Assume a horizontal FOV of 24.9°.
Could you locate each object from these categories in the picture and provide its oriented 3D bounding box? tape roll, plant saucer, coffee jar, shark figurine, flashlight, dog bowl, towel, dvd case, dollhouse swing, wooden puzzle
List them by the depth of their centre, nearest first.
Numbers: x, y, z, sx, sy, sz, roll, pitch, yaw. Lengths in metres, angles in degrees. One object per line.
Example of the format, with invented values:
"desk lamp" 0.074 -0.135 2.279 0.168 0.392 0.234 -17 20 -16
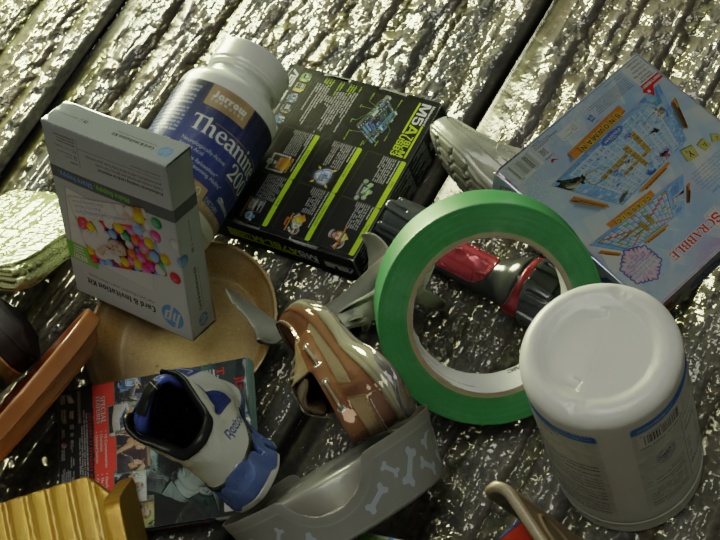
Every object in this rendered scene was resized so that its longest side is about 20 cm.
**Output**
"wooden puzzle" 0.180 0.264 1.258 0.046 0.185 0.200 -43 53 5
"dog bowl" -0.017 0.187 1.373 0.199 0.200 0.059 -30 88 -3
"dollhouse swing" -0.294 0.273 1.391 0.198 0.176 0.184 -17 74 7
"tape roll" 0.111 0.032 1.425 0.198 0.202 0.048 -21 17 3
"dvd case" -0.187 0.167 1.502 0.198 0.022 0.148 -12 70 18
"plant saucer" -0.309 0.121 1.523 0.032 0.200 0.201 40 72 -8
"flashlight" 0.105 -0.010 1.525 0.199 0.068 0.068 29 103 26
"shark figurine" -0.009 0.010 1.531 0.213 0.128 0.091 -25 65 23
"coffee jar" -0.403 0.109 1.580 0.200 0.104 0.085 -42 85 -7
"plant saucer" -0.170 0.064 1.588 0.198 0.036 0.202 -9 56 13
"towel" -0.351 -0.030 1.658 0.147 0.037 0.200 6 28 23

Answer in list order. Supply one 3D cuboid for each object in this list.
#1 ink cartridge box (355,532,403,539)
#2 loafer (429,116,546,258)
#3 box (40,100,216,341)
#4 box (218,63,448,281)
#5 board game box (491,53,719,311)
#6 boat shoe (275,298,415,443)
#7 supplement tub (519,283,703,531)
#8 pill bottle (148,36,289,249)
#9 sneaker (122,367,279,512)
"ink cartridge box" 0.096 0.268 1.321 0.198 0.104 0.060 8 71 22
"loafer" 0.146 -0.088 1.571 0.070 0.070 0.200 -39 62 -16
"box" -0.216 -0.046 1.530 0.155 0.202 0.041 22 46 29
"box" -0.035 -0.103 1.650 0.191 0.048 0.201 18 65 25
"board game box" 0.258 -0.075 1.498 0.199 0.041 0.199 -38 67 -19
"boat shoe" -0.030 0.085 1.389 0.072 0.076 0.200 -38 30 -11
"supplement tub" 0.208 0.114 1.332 0.130 0.201 0.133 -8 55 12
"pill bottle" -0.151 -0.127 1.608 0.110 0.111 0.201 17 65 27
"sneaker" -0.150 0.118 1.391 0.081 0.115 0.199 -50 32 -2
